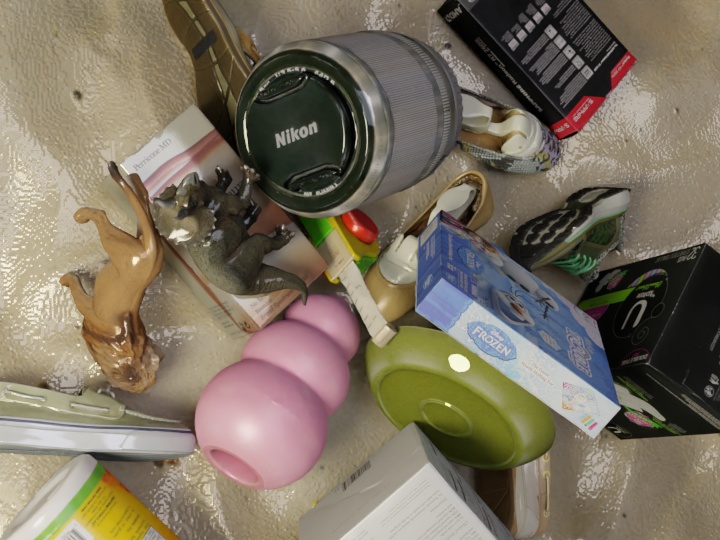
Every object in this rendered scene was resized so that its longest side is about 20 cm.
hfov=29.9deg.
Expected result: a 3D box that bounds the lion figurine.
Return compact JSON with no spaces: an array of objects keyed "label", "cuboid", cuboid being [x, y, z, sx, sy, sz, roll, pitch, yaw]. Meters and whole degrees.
[{"label":"lion figurine","cuboid":[-0.210,0.012,1.199,0.072,0.200,0.123,-17,54,-29]}]

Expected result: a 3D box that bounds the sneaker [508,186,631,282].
[{"label":"sneaker","cuboid":[0.231,-0.024,1.420,0.200,0.077,0.089,-29,109,-43]}]

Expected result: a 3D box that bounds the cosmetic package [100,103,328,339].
[{"label":"cosmetic package","cuboid":[-0.137,-0.044,1.276,0.103,0.087,0.200,-44,99,-22]}]

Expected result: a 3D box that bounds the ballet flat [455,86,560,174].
[{"label":"ballet flat","cuboid":[0.136,-0.151,1.421,0.200,0.072,0.072,16,75,-20]}]

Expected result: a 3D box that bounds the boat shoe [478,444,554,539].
[{"label":"boat shoe","cuboid":[0.163,0.175,1.380,0.069,0.074,0.201,13,75,-35]}]

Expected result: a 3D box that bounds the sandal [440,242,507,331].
[{"label":"sandal","cuboid":[0.111,0.063,1.353,0.087,0.079,0.201,38,57,-59]}]

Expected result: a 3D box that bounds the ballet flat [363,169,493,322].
[{"label":"ballet flat","cuboid":[0.063,-0.030,1.368,0.069,0.063,0.200,31,62,21]}]

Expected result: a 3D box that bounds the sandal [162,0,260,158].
[{"label":"sandal","cuboid":[-0.131,-0.208,1.323,0.054,0.080,0.201,-19,84,-46]}]

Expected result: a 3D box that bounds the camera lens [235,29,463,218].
[{"label":"camera lens","cuboid":[-0.009,-0.142,1.270,0.200,0.160,0.160,-25,91,-58]}]

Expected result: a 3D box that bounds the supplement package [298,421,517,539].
[{"label":"supplement package","cuboid":[0.063,0.277,1.246,0.152,0.151,0.200,-41,98,2]}]

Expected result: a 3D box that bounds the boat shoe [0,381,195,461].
[{"label":"boat shoe","cuboid":[-0.244,0.135,1.210,0.199,0.072,0.062,7,73,-20]}]

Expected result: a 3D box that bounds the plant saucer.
[{"label":"plant saucer","cuboid":[0.086,0.130,1.277,0.200,0.200,0.031,40,57,-12]}]

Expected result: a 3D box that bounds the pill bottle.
[{"label":"pill bottle","cuboid":[-0.207,0.266,1.179,0.200,0.111,0.111,46,67,-10]}]

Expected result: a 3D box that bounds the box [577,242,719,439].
[{"label":"box","cuboid":[0.307,0.078,1.380,0.124,0.200,0.149,36,69,-15]}]

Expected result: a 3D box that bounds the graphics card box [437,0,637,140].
[{"label":"graphics card box","cuboid":[0.194,-0.255,1.473,0.200,0.051,0.126,45,68,-11]}]

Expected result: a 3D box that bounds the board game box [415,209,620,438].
[{"label":"board game box","cuboid":[0.142,0.043,1.249,0.199,0.200,0.043,36,108,-10]}]

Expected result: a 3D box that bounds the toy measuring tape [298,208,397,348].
[{"label":"toy measuring tape","cuboid":[0.000,0.000,1.307,0.073,0.074,0.200,-12,50,-24]}]

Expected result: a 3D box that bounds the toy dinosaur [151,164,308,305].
[{"label":"toy dinosaur","cuboid":[-0.119,-0.028,1.200,0.102,0.077,0.200,-52,134,-25]}]

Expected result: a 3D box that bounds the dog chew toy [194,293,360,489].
[{"label":"dog chew toy","cuboid":[-0.068,0.105,1.267,0.124,0.124,0.200,39,60,-12]}]
